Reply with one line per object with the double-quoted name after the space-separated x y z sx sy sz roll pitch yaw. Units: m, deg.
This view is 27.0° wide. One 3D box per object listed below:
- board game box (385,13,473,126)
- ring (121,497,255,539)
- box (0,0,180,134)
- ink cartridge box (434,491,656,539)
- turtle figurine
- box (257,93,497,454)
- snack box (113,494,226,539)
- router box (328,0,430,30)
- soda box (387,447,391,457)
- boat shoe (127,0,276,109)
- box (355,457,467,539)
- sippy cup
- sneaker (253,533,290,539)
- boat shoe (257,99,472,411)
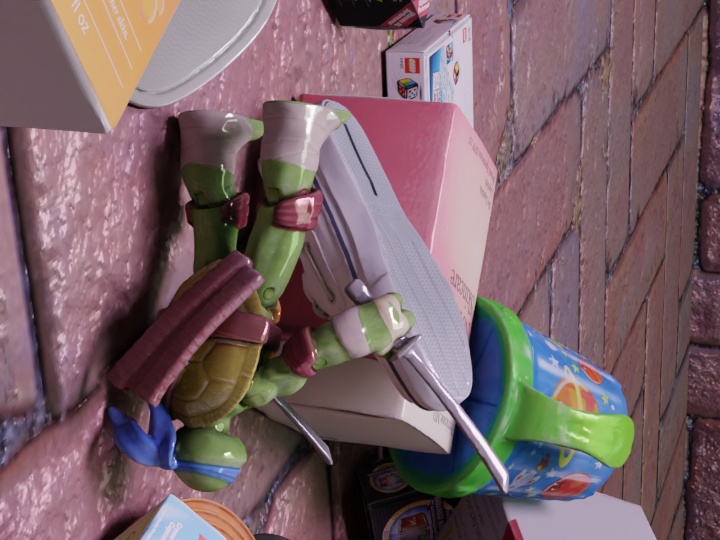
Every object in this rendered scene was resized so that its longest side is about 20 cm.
0.057 -0.088 1.167 0.126 0.034 0.201 -47 138 -61 "board game box"
-0.101 0.220 0.788 0.200 0.019 0.201 2 87 -62 "ring"
-0.117 -0.167 0.562 0.125 0.097 0.201 71 31 -49 "box"
0.119 0.271 1.089 0.200 0.144 0.145 -61 -155 25 "ink cartridge box"
-0.035 0.017 0.787 0.144 0.199 0.195 171 -78 -75 "turtle figurine"
0.010 0.004 0.950 0.128 0.108 0.201 43 55 -67 "box"
-0.135 0.189 0.599 0.037 0.116 0.200 42 40 -10 "snack box"
0.004 -0.265 0.927 0.200 0.062 0.150 57 42 -61 "router box"
0.062 0.131 1.190 0.063 0.070 0.201 -59 148 -53 "soda box"
-0.071 -0.154 0.740 0.200 0.076 0.060 -58 -170 -24 "boat shoe"
0.088 0.216 1.164 0.044 0.160 0.201 -115 -167 -53 "box"
0.107 0.098 1.024 0.140 0.130 0.178 -54 -144 25 "sippy cup"
-0.041 0.208 0.953 0.200 0.073 0.080 61 12 -53 "sneaker"
0.000 0.000 0.857 0.073 0.067 0.201 18 44 -52 "boat shoe"
